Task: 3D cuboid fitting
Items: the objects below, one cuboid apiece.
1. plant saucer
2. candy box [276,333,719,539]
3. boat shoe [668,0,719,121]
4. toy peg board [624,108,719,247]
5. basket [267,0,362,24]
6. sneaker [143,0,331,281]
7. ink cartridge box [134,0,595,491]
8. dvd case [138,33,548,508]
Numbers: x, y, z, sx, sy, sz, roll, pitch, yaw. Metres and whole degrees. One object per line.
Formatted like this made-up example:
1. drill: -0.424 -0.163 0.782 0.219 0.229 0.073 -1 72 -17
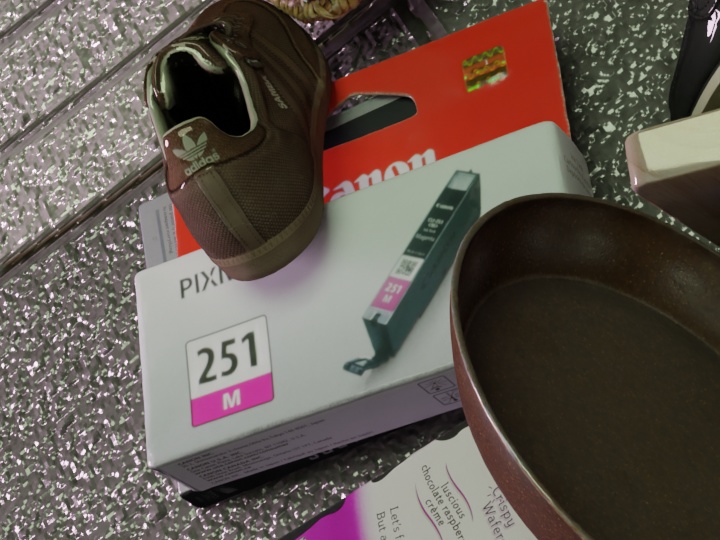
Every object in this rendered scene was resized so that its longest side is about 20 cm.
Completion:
1. plant saucer: 0.108 0.058 0.692 0.035 0.199 0.201 -53 47 33
2. candy box: 0.046 0.136 0.752 0.199 0.061 0.137 -33 54 13
3. boat shoe: 0.160 -0.117 0.746 0.073 0.202 0.063 -17 59 -25
4. toy peg board: 0.214 -0.002 0.651 0.198 0.200 0.099 -14 75 23
5. basket: -0.005 -0.227 0.939 0.200 0.149 0.143 -42 16 -7
6. sneaker: -0.055 -0.081 0.857 0.070 0.076 0.201 -28 34 9
7. ink cartridge box: -0.002 -0.019 0.838 0.198 0.044 0.175 -20 60 20
8. dvd case: 0.000 0.000 0.869 0.199 0.025 0.151 -24 58 19
